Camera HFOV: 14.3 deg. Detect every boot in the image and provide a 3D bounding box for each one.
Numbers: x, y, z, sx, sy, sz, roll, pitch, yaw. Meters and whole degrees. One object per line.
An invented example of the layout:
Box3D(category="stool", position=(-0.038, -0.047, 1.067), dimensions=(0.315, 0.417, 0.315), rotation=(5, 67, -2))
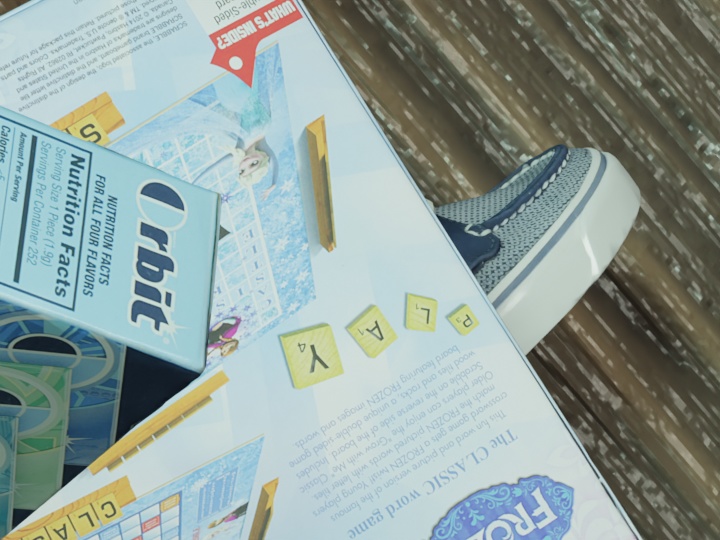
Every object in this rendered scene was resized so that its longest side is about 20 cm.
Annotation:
Box3D(category="boot", position=(0.000, 0.000, 0.794), dimensions=(0.090, 0.073, 0.200), rotation=(50, 47, -6))

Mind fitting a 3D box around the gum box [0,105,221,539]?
Box3D(category="gum box", position=(-0.154, 0.006, 0.535), dimensions=(0.200, 0.170, 0.045), rotation=(22, 51, -25))

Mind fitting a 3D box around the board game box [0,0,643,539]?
Box3D(category="board game box", position=(-0.063, 0.039, 0.694), dimensions=(0.200, 0.041, 0.200), rotation=(-30, 85, -23))
